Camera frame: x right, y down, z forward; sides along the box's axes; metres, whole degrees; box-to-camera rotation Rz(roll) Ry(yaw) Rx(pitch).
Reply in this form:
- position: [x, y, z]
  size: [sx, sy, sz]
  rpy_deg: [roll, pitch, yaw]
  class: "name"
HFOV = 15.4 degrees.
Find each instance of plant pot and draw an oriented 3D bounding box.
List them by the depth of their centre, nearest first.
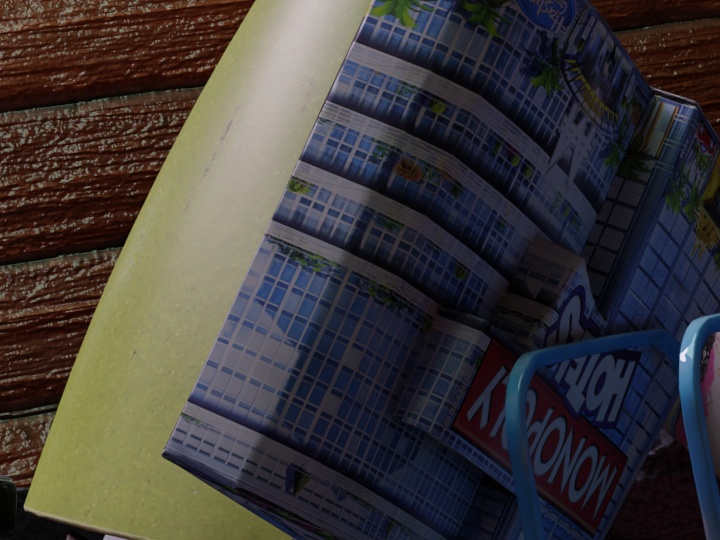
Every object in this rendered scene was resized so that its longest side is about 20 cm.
- position: [0.000, 0.000, 0.885]
  size: [0.186, 0.201, 0.187]
  rpy_deg: [12, -4, 1]
  class: "plant pot"

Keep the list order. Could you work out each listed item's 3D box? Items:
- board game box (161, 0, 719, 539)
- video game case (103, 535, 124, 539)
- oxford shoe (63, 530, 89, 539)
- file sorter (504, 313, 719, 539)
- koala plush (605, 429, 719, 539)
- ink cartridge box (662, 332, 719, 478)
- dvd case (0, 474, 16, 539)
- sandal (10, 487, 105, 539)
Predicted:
- position: [0.028, 0.037, 0.719]
  size: [0.061, 0.201, 0.200]
  rpy_deg: [20, -8, 24]
  class: "board game box"
- position: [0.001, 0.058, 1.099]
  size: [0.199, 0.183, 0.023]
  rpy_deg: [12, 18, -45]
  class: "video game case"
- position: [-0.076, 0.122, 0.814]
  size: [0.199, 0.073, 0.071]
  rpy_deg: [1, 24, 30]
  class: "oxford shoe"
- position: [0.152, 0.060, 0.651]
  size: [0.199, 0.123, 0.139]
  rpy_deg: [-13, -4, 27]
  class: "file sorter"
- position: [0.154, 0.057, 1.043]
  size: [0.199, 0.178, 0.184]
  rpy_deg: [-5, 13, -26]
  class: "koala plush"
- position: [0.152, 0.014, 0.887]
  size: [0.116, 0.068, 0.200]
  rpy_deg: [-13, 32, -26]
  class: "ink cartridge box"
- position: [-0.220, 0.078, 0.933]
  size: [0.150, 0.025, 0.200]
  rpy_deg: [3, -4, -24]
  class: "dvd case"
- position: [-0.111, 0.119, 1.092]
  size: [0.199, 0.076, 0.045]
  rpy_deg: [-10, 0, -43]
  class: "sandal"
